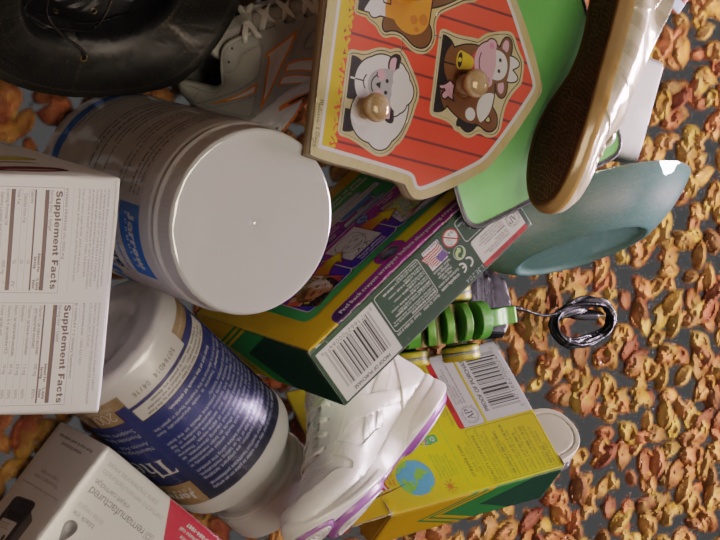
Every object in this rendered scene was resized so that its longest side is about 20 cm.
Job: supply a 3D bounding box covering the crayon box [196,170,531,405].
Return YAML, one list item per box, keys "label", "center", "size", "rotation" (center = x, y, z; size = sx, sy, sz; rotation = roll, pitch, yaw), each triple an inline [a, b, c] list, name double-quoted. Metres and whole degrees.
- label: "crayon box"
  center: [0.000, 0.000, 1.710]
  size: [0.200, 0.172, 0.058]
  rotation: [-43, 116, -18]

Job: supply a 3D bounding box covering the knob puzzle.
- label: "knob puzzle"
  center: [0.056, -0.146, 1.586]
  size: [0.219, 0.030, 0.220]
  rotation: [0, 90, -39]

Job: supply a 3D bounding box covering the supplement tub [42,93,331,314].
- label: "supplement tub"
  center: [-0.125, -0.050, 1.599]
  size: [0.132, 0.200, 0.132]
  rotation: [-8, 104, -32]

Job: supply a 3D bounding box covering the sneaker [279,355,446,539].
- label: "sneaker"
  center: [-0.018, 0.126, 1.697]
  size: [0.100, 0.075, 0.200]
  rotation: [40, 44, 1]

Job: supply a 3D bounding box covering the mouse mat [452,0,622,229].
- label: "mouse mat"
  center: [0.108, -0.147, 1.654]
  size: [0.161, 0.008, 0.200]
  rotation: [-27, 109, -30]

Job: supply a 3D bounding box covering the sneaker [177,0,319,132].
- label: "sneaker"
  center: [-0.059, -0.165, 1.642]
  size: [0.092, 0.200, 0.076]
  rotation: [24, 43, -27]

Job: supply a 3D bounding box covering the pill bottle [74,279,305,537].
- label: "pill bottle"
  center: [-0.123, 0.107, 1.688]
  size: [0.111, 0.111, 0.200]
  rotation: [-52, 122, -13]

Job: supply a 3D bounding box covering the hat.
- label: "hat"
  center: [-0.183, -0.208, 1.590]
  size: [0.200, 0.081, 0.201]
  rotation: [-14, 136, -14]

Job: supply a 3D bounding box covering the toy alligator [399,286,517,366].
- label: "toy alligator"
  center: [0.032, 0.046, 1.780]
  size: [0.200, 0.054, 0.059]
  rotation: [-7, 89, -15]

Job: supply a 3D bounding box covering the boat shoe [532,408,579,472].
- label: "boat shoe"
  center: [0.089, 0.171, 1.868]
  size: [0.200, 0.073, 0.063]
  rotation: [-18, 151, -33]

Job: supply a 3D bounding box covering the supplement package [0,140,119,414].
- label: "supplement package"
  center: [-0.256, -0.002, 1.522]
  size: [0.111, 0.200, 0.156]
  rotation: [1, 99, -34]

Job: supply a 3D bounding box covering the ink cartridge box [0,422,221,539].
- label: "ink cartridge box"
  center: [-0.213, 0.236, 1.672]
  size: [0.145, 0.083, 0.200]
  rotation: [44, 75, -32]

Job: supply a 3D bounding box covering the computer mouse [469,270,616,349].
- label: "computer mouse"
  center: [0.125, 0.033, 1.883]
  size: [0.200, 0.034, 0.059]
  rotation: [10, 72, -33]

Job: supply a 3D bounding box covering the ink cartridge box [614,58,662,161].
- label: "ink cartridge box"
  center: [0.105, -0.147, 1.754]
  size: [0.200, 0.145, 0.083]
  rotation: [17, 85, -35]

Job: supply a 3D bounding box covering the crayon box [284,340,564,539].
- label: "crayon box"
  center: [0.043, 0.135, 1.799]
  size: [0.200, 0.127, 0.051]
  rotation: [-11, 150, -31]

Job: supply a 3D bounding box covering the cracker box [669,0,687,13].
- label: "cracker box"
  center: [0.254, -0.328, 1.881]
  size: [0.134, 0.058, 0.200]
  rotation: [41, 76, -32]

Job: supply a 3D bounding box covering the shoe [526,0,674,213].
- label: "shoe"
  center: [0.175, -0.128, 1.655]
  size: [0.053, 0.070, 0.200]
  rotation: [26, 77, -25]

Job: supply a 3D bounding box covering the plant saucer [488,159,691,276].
- label: "plant saucer"
  center: [0.167, -0.032, 1.803]
  size: [0.201, 0.201, 0.039]
  rotation: [-8, 76, -32]
